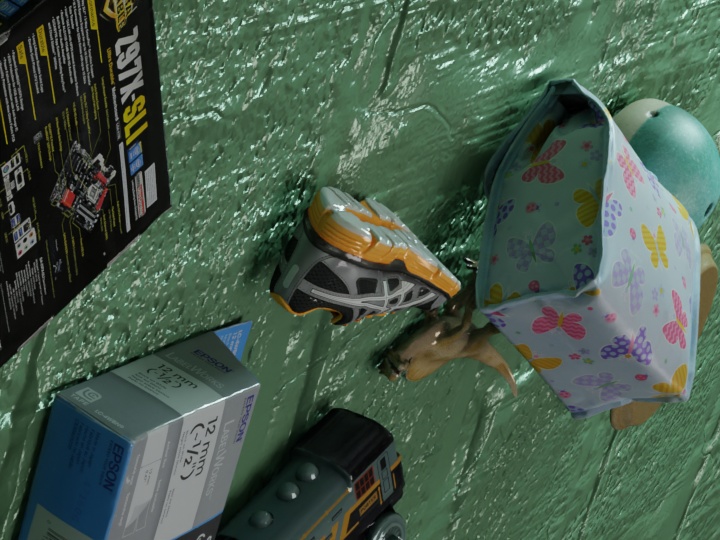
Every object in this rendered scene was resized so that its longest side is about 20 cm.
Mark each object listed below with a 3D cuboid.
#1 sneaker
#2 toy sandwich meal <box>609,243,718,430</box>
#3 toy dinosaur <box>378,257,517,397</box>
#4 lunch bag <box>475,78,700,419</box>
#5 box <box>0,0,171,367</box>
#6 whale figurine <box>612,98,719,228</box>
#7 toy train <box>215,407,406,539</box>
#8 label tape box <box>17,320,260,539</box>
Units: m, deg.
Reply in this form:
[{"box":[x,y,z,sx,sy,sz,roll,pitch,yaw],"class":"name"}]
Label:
[{"box":[0.000,0.000,1.515,0.077,0.078,0.200,-51,154,8],"class":"sneaker"},{"box":[0.254,0.052,2.075,0.205,0.070,0.206,-51,157,-31],"class":"toy sandwich meal"},{"box":[0.076,0.047,1.746,0.101,0.058,0.200,-54,152,19],"class":"toy dinosaur"},{"box":[0.171,-0.018,1.707,0.170,0.126,0.201,46,44,-44],"class":"lunch bag"},{"box":[-0.165,-0.063,1.138,0.160,0.049,0.201,-48,152,-34],"class":"box"},{"box":[0.236,-0.040,1.888,0.159,0.103,0.201,-37,144,-44],"class":"whale figurine"},{"box":[-0.041,0.188,1.617,0.200,0.085,0.115,-42,137,-35],"class":"toy train"},{"box":[-0.119,0.125,1.406,0.200,0.066,0.144,-19,132,-55],"class":"label tape box"}]
